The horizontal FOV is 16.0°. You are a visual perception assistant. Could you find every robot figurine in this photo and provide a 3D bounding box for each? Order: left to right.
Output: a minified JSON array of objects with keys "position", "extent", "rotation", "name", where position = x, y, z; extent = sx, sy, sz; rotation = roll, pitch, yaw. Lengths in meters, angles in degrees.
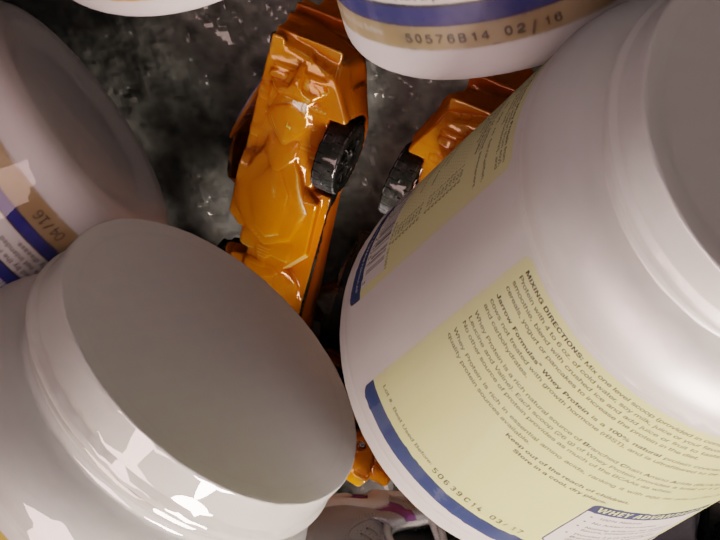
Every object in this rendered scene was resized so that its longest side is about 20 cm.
[{"position":[0.000,0.000,0.983],"extent":[0.145,0.058,0.200],"rotation":[23,130,11],"name":"robot figurine"}]

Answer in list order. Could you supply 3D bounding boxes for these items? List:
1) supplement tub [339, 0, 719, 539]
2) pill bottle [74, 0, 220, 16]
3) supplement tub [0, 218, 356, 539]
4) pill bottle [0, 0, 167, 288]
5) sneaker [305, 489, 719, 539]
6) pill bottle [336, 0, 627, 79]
[{"position":[0.093,0.000,0.808],"extent":[0.145,0.145,0.200],"rotation":[41,147,-5],"name":"supplement tub"},{"position":[-0.087,-0.188,0.823],"extent":[0.112,0.112,0.200],"rotation":[5,142,24],"name":"pill bottle"},{"position":[-0.108,0.091,0.899],"extent":[0.144,0.144,0.200],"rotation":[41,119,-5],"name":"supplement tub"},{"position":[-0.181,-0.001,0.959],"extent":[0.200,0.116,0.116],"rotation":[-35,105,12],"name":"pill bottle"},{"position":[0.069,0.098,0.958],"extent":[0.140,0.200,0.078],"rotation":[-31,68,32],"name":"sneaker"},{"position":[0.027,-0.171,0.809],"extent":[0.111,0.111,0.200],"rotation":[1,124,26],"name":"pill bottle"}]
